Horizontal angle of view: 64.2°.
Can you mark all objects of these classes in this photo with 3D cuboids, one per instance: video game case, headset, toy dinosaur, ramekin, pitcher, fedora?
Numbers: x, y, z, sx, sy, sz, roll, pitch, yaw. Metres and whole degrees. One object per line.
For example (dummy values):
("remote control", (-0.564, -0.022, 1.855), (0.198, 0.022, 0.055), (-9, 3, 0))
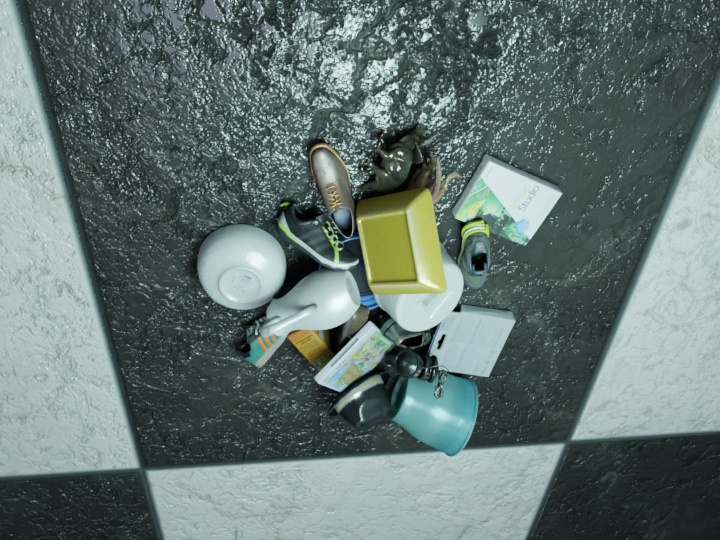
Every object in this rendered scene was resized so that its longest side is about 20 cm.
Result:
("video game case", (-0.006, 0.214, 1.370), (0.182, 0.022, 0.200), (-45, 154, 0))
("headset", (0.138, 0.245, 1.387), (0.121, 0.198, 0.097), (16, 82, -32))
("toy dinosaur", (0.119, -0.147, 1.140), (0.086, 0.200, 0.136), (42, 72, -6))
("ramekin", (0.133, 0.036, 1.268), (0.196, 0.098, 0.205), (-18, 132, -21))
("pitcher", (-0.107, 0.078, 1.195), (0.195, 0.172, 0.124), (-21, 101, 15))
("toy dinosaur", (0.059, -0.203, 1.135), (0.101, 0.077, 0.202), (29, 114, -11))
("fedora", (0.016, 0.343, 1.457), (0.198, 0.092, 0.202), (-32, 158, -14))

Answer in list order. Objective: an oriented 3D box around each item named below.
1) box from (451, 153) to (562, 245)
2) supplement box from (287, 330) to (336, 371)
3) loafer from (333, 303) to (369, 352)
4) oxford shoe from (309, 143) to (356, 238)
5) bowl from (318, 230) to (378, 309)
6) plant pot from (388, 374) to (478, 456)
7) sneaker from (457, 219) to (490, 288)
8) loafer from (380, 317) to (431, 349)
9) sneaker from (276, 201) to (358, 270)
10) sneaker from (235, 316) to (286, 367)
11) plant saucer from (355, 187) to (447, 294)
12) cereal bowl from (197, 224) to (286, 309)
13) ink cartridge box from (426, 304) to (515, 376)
("box", (0.315, -0.147, 1.237), (0.195, 0.037, 0.146), (18, 122, -18))
("supplement box", (-0.100, 0.186, 1.398), (0.065, 0.070, 0.201), (-27, 129, 14))
("loafer", (-0.021, 0.138, 1.338), (0.069, 0.075, 0.201), (-1, 154, -13))
("oxford shoe", (-0.048, -0.158, 1.152), (0.070, 0.074, 0.203), (-19, 126, 7))
("bowl", (0.000, 0.000, 1.295), (0.194, 0.040, 0.205), (-4, 126, -6))
("plant pot", (0.178, 0.352, 1.489), (0.183, 0.202, 0.203), (21, 122, -10))
("sneaker", (0.255, -0.016, 1.280), (0.072, 0.083, 0.202), (-6, 142, 8))
("loafer", (0.118, 0.164, 1.369), (0.072, 0.063, 0.198), (-51, 146, 14))
("sneaker", (-0.084, -0.074, 1.183), (0.196, 0.072, 0.084), (29, 114, -2))
("sneaker", (-0.224, 0.143, 1.346), (0.079, 0.072, 0.201), (25, 117, -24))
("plant saucer", (0.066, -0.047, 1.138), (0.048, 0.197, 0.206), (-17, 99, -43))
("cereal bowl", (-0.256, 0.008, 1.236), (0.194, 0.084, 0.204), (-4, 127, -5))
("ink cartridge box", (0.269, 0.178, 1.464), (0.194, 0.041, 0.204), (8, 124, -13))
